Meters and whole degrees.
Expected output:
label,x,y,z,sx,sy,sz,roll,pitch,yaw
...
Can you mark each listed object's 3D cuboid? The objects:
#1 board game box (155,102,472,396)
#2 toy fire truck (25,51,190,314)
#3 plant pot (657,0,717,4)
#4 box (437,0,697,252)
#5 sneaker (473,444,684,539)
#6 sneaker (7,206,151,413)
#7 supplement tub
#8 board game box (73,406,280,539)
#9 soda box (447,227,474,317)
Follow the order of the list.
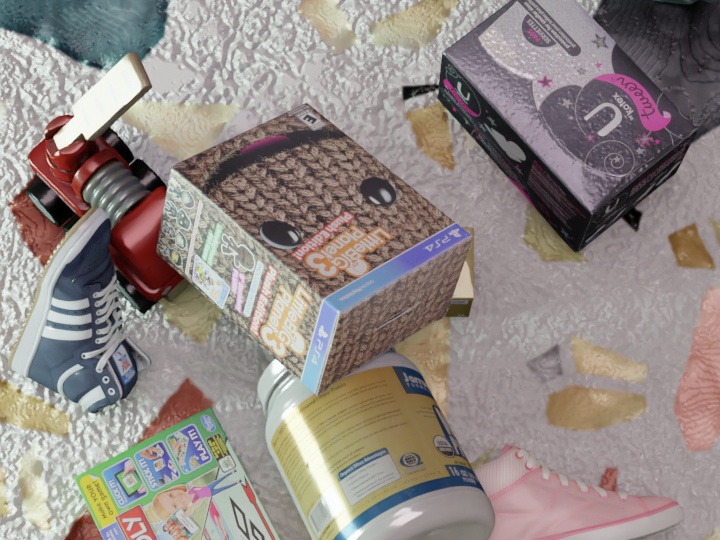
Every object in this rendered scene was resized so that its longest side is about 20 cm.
label,x,y,z,sx,sy,sz,roll,pitch,yaw
board game box,-0.040,-0.022,1.494,0.200,0.097,0.159,40,48,23
toy fire truck,-0.201,-0.080,1.559,0.129,0.200,0.176,-43,78,-11
plant pot,0.291,-0.361,1.662,0.200,0.200,0.196,18,83,5
box,0.182,-0.142,1.626,0.132,0.115,0.200,-38,78,-11
sneaker,0.170,0.192,1.547,0.200,0.075,0.105,-11,78,-1
sneaker,-0.222,0.040,1.544,0.108,0.200,0.070,34,40,4
supplement tub,0.008,0.158,1.507,0.144,0.145,0.200,-24,60,-7
board game box,-0.142,0.236,1.556,0.134,0.029,0.200,-27,76,-9
soda box,0.000,0.000,1.609,0.200,0.064,0.068,1,74,-1
